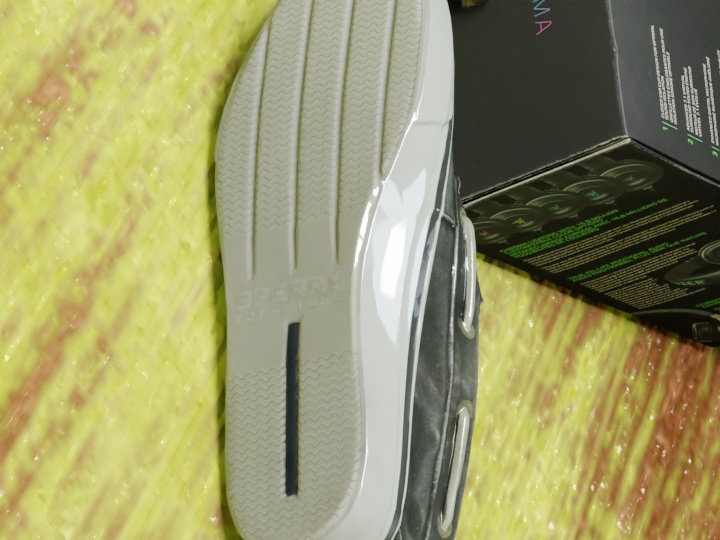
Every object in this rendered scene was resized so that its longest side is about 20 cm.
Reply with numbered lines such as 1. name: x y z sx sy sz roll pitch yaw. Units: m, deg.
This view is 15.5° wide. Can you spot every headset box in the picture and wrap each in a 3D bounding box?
1. headset box: 0.095 -0.084 0.923 0.200 0.093 0.174 20 58 -48

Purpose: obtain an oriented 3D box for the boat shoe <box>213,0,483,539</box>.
1. boat shoe: 0.000 0.000 0.783 0.071 0.072 0.200 34 57 -52
